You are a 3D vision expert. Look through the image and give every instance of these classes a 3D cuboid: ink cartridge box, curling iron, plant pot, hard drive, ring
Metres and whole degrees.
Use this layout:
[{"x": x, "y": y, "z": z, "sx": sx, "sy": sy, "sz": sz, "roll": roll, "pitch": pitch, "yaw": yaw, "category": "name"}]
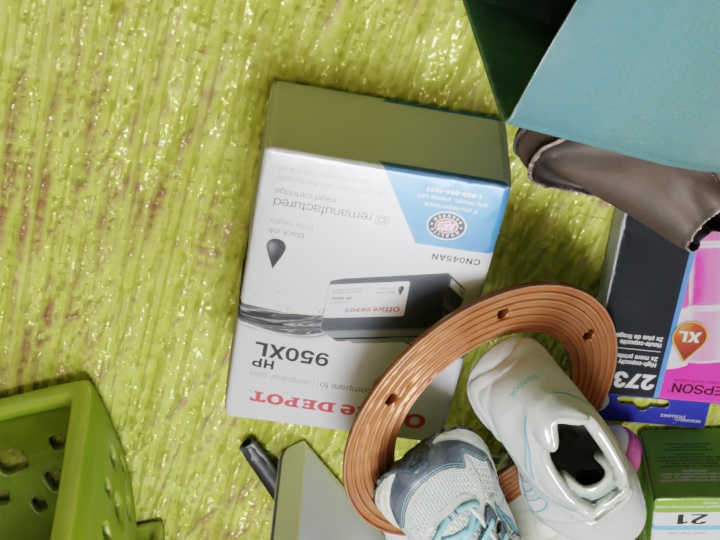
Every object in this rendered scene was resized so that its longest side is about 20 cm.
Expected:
[{"x": 0.000, "y": 0.000, "z": 0.898, "sx": 0.144, "sy": 0.084, "sz": 0.201, "roll": 8, "pitch": 125, "yaw": -5, "category": "ink cartridge box"}, {"x": -0.040, "y": 0.201, "z": 1.074, "sx": 0.049, "sy": 0.026, "sz": 0.200, "roll": -19, "pitch": 122, "yaw": 11, "category": "curling iron"}, {"x": 0.270, "y": 0.211, "z": 1.042, "sx": 0.147, "sy": 0.076, "sz": 0.201, "roll": -1, "pitch": 124, "yaw": 3, "category": "ink cartridge box"}, {"x": 0.200, "y": 0.032, "z": 0.947, "sx": 0.094, "sy": 0.037, "sz": 0.201, "roll": 5, "pitch": 127, "yaw": -1, "category": "ink cartridge box"}, {"x": 0.181, "y": -0.139, "z": 0.770, "sx": 0.199, "sy": 0.142, "sz": 0.142, "roll": 17, "pitch": 124, "yaw": -20, "category": "plant pot"}, {"x": 0.004, "y": 0.232, "z": 1.030, "sx": 0.025, "sy": 0.132, "sz": 0.200, "roll": -27, "pitch": 120, "yaw": 20, "category": "hard drive"}, {"x": -0.243, "y": 0.221, "z": 0.998, "sx": 0.198, "sy": 0.200, "sz": 0.182, "roll": -15, "pitch": 131, "yaw": 12, "category": "plant pot"}, {"x": 0.074, "y": 0.086, "z": 0.910, "sx": 0.200, "sy": 0.019, "sz": 0.201, "roll": -19, "pitch": 134, "yaw": -21, "category": "ring"}]

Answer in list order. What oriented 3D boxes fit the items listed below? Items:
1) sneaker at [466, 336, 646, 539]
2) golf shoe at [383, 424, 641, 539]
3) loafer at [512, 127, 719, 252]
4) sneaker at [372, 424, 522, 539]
[{"x": 0.132, "y": 0.126, "z": 0.898, "sx": 0.070, "sy": 0.080, "sz": 0.200, "roll": -41, "pitch": 131, "yaw": -2, "category": "sneaker"}, {"x": 0.099, "y": 0.157, "z": 1.014, "sx": 0.200, "sy": 0.075, "sz": 0.092, "roll": -36, "pitch": 114, "yaw": 22, "category": "golf shoe"}, {"x": 0.186, "y": -0.052, "z": 0.840, "sx": 0.199, "sy": 0.071, "sz": 0.073, "roll": 9, "pitch": 151, "yaw": 2, "category": "loafer"}, {"x": 0.076, "y": 0.170, "z": 0.905, "sx": 0.077, "sy": 0.086, "sz": 0.200, "roll": -37, "pitch": 139, "yaw": -4, "category": "sneaker"}]
